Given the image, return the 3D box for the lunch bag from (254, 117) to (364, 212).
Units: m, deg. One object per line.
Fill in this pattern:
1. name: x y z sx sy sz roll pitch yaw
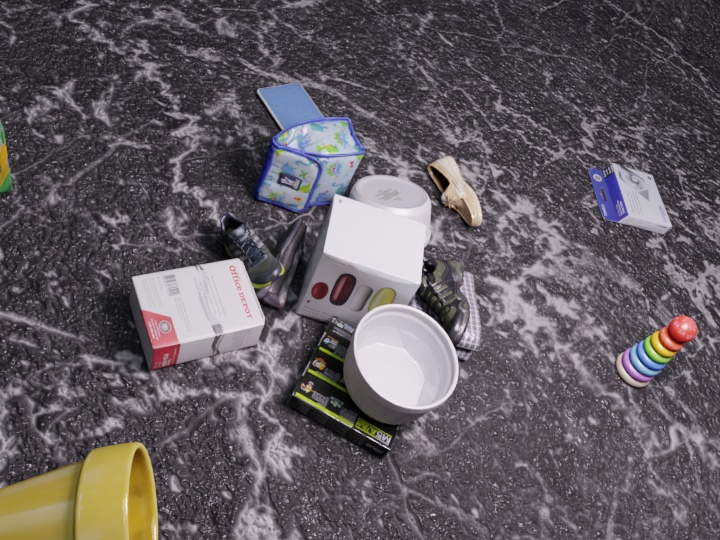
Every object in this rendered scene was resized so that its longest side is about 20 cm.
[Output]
1. lunch bag: -0.113 -0.219 1.412 0.197 0.171 0.129 -9 60 -29

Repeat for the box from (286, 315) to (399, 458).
1. box: -0.006 0.207 1.228 0.198 0.048 0.194 29 51 -2

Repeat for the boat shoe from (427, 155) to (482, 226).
1. boat shoe: 0.220 -0.182 1.606 0.068 0.074 0.202 -16 61 -18

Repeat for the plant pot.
1. plant pot: -0.377 0.340 0.884 0.185 0.202 0.203 -5 55 -8

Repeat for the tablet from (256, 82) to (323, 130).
1. tablet: -0.153 -0.374 1.626 0.129 0.014 0.201 -19 65 -33

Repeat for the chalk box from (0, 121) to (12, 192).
1. chalk box: -0.691 -0.240 1.172 0.122 0.201 0.126 -14 61 -31

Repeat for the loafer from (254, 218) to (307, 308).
1. loafer: -0.146 -0.012 1.330 0.063 0.072 0.202 37 53 -18

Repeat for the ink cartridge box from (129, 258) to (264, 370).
1. ink cartridge box: -0.287 0.074 1.184 0.197 0.083 0.148 -10 59 -29

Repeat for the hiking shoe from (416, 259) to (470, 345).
1. hiking shoe: 0.149 0.058 1.288 0.099 0.076 0.202 9 44 -9

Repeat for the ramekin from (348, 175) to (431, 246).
1. ramekin: 0.060 -0.125 1.430 0.199 0.095 0.203 8 32 -5

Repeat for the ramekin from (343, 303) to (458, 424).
1. ramekin: 0.063 0.171 1.186 0.197 0.105 0.203 12 52 -16

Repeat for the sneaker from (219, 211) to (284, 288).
1. sneaker: -0.212 -0.039 1.262 0.074 0.081 0.199 -38 48 -15

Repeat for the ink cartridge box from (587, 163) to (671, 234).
1. ink cartridge box: 0.737 -0.204 1.854 0.197 0.041 0.202 10 52 -15

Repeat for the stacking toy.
1. stacking toy: 0.629 0.166 1.423 0.084 0.201 0.086 11 51 -14

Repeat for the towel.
1. towel: 0.156 0.068 1.374 0.163 0.086 0.202 13 51 -15

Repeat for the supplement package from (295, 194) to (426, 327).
1. supplement package: 0.000 0.000 1.284 0.188 0.201 0.149 17 49 -9
